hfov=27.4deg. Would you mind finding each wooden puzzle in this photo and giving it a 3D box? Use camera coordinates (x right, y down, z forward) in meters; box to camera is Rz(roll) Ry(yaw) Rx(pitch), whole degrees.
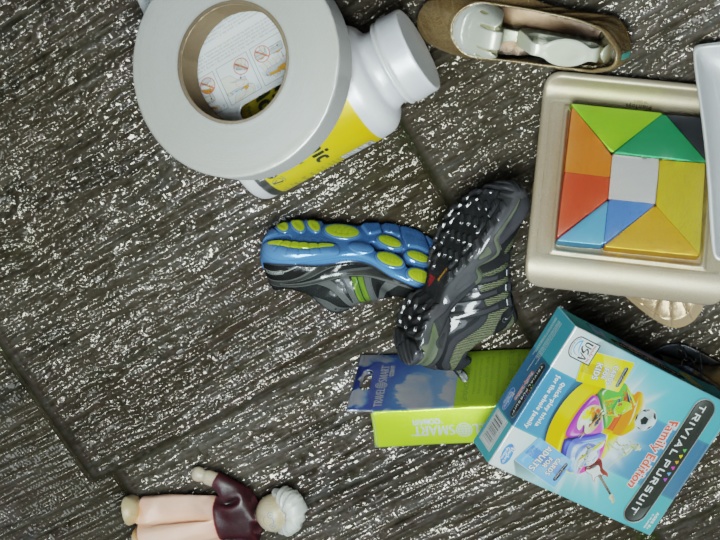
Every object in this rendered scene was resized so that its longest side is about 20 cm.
[{"bbox_3d":[0.251,-0.078,1.357,0.183,0.037,0.202,6,83,5],"label":"wooden puzzle"}]

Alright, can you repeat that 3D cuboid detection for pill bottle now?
[{"bbox_3d":[-0.031,-0.157,1.367,0.199,0.111,0.112,-28,107,17],"label":"pill bottle"}]

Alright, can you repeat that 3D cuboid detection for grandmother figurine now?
[{"bbox_3d":[-0.151,0.269,1.592,0.198,0.061,0.122,-9,120,14],"label":"grandmother figurine"}]

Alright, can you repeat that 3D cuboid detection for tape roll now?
[{"bbox_3d":[-0.105,-0.181,1.299,0.201,0.037,0.205,0,90,20],"label":"tape roll"}]

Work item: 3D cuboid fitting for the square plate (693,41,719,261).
[{"bbox_3d":[0.405,-0.112,1.324,0.196,0.028,0.202,-4,80,6],"label":"square plate"}]

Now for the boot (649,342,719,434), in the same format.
[{"bbox_3d":[0.339,0.108,1.446,0.199,0.075,0.097,-36,107,22],"label":"boot"}]

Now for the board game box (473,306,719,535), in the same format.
[{"bbox_3d":[0.229,0.143,1.379,0.199,0.047,0.152,26,103,-23],"label":"board game box"}]

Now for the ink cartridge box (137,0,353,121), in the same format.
[{"bbox_3d":[-0.104,-0.223,1.344,0.161,0.050,0.201,-27,84,18],"label":"ink cartridge box"}]

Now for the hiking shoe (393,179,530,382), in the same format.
[{"bbox_3d":[0.112,0.008,1.402,0.100,0.076,0.201,20,108,-35],"label":"hiking shoe"}]

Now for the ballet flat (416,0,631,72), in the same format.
[{"bbox_3d":[0.147,-0.211,1.340,0.198,0.072,0.068,12,115,3],"label":"ballet flat"}]

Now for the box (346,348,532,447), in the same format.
[{"bbox_3d":[0.093,0.124,1.460,0.198,0.122,0.048,-3,113,9],"label":"box"}]

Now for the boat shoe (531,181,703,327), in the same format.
[{"bbox_3d":[0.247,-0.026,1.408,0.200,0.065,0.072,41,108,10],"label":"boat shoe"}]

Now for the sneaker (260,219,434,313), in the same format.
[{"bbox_3d":[0.000,0.000,1.460,0.198,0.071,0.083,7,137,1],"label":"sneaker"}]
